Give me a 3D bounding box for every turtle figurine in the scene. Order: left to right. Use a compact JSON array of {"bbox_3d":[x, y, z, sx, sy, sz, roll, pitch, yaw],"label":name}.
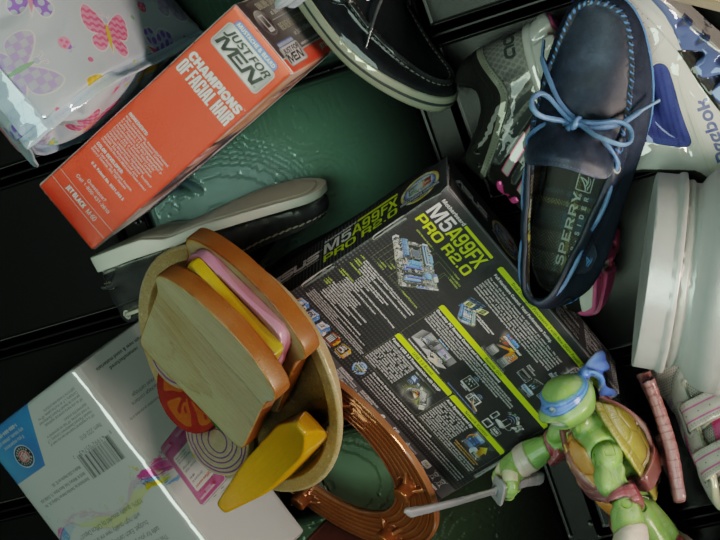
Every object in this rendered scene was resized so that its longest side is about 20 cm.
[{"bbox_3d":[0.146,0.174,1.280,0.144,0.200,0.194,-11,131,48],"label":"turtle figurine"}]

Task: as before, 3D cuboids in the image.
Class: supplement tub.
[{"bbox_3d":[0.274,0.012,1.198,0.199,0.145,0.146,7,109,6],"label":"supplement tub"}]

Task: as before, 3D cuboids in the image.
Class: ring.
[{"bbox_3d":[-0.031,0.127,1.358,0.200,0.019,0.201,31,150,21],"label":"ring"}]

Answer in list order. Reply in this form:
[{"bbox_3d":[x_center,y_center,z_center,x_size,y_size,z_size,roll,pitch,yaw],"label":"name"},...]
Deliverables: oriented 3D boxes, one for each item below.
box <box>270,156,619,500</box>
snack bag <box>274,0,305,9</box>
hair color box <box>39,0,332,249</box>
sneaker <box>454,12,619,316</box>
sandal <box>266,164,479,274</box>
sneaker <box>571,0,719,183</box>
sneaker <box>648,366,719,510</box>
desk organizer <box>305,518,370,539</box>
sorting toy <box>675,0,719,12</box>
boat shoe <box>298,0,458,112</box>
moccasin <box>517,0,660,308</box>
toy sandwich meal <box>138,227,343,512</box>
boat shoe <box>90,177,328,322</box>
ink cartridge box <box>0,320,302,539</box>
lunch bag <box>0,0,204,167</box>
[{"bbox_3d":[0.054,0.045,1.311,0.160,0.044,0.200,-34,114,19],"label":"box"},{"bbox_3d":[0.023,-0.269,1.174,0.021,0.189,0.200,27,150,-31],"label":"snack bag"},{"bbox_3d":[-0.115,-0.108,1.328,0.200,0.111,0.064,-40,92,25],"label":"hair color box"},{"bbox_3d":[0.114,-0.065,1.285,0.087,0.074,0.201,-12,97,21],"label":"sneaker"},{"bbox_3d":[0.000,0.000,1.340,0.200,0.075,0.045,-37,48,23],"label":"sandal"},{"bbox_3d":[0.176,-0.123,1.240,0.199,0.081,0.115,44,113,0],"label":"sneaker"},{"bbox_3d":[0.254,0.106,1.279,0.081,0.088,0.200,-36,92,25],"label":"sneaker"},{"bbox_3d":[-0.023,0.293,1.443,0.077,0.072,0.201,19,111,15],"label":"desk organizer"},{"bbox_3d":[0.159,-0.260,1.168,0.199,0.070,0.199,17,79,13],"label":"sorting toy"},{"bbox_3d":[-0.001,-0.189,1.285,0.062,0.075,0.200,-42,85,31],"label":"boat shoe"},{"bbox_3d":[0.139,-0.069,1.194,0.080,0.068,0.201,9,107,22],"label":"moccasin"},{"bbox_3d":[-0.091,0.071,1.279,0.205,0.070,0.206,25,131,32],"label":"toy sandwich meal"},{"bbox_3d":[-0.101,-0.013,1.374,0.199,0.074,0.061,-18,100,26],"label":"boat shoe"},{"bbox_3d":[-0.159,0.159,1.421,0.144,0.085,0.200,-34,92,44],"label":"ink cartridge box"},{"bbox_3d":[-0.224,-0.168,1.298,0.127,0.200,0.170,-40,92,25],"label":"lunch bag"}]
